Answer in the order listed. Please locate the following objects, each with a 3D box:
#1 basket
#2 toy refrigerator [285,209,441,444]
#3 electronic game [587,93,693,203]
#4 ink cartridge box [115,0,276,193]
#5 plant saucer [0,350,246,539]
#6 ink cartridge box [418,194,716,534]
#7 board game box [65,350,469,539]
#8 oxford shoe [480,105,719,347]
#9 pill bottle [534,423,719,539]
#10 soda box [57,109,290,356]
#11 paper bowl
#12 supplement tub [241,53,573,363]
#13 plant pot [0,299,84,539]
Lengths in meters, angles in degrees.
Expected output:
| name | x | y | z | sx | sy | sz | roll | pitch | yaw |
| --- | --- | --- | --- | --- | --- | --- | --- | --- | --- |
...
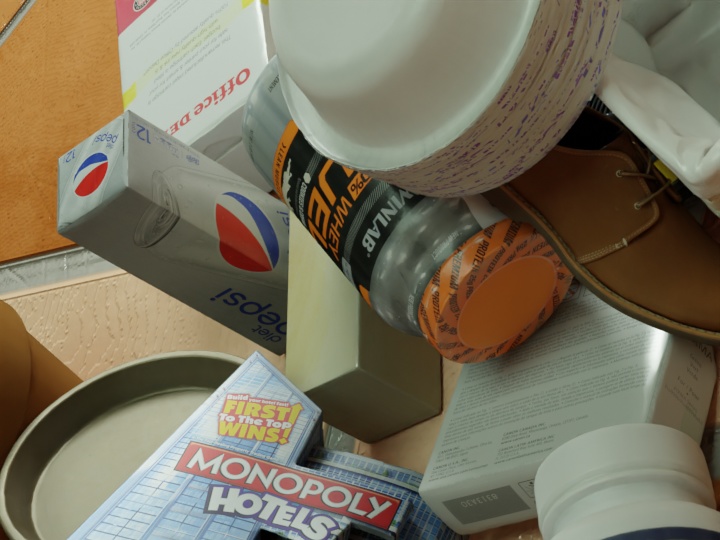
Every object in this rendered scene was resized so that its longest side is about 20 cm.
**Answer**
| name | x | y | z | sx | sy | sz | roll | pitch | yaw |
| --- | --- | --- | --- | --- | --- | --- | --- | --- | --- |
| basket | 0.191 | -0.119 | 1.202 | 0.136 | 0.123 | 0.200 | -43 | 50 | 6 |
| toy refrigerator | 0.000 | 0.000 | 1.432 | 0.070 | 0.076 | 0.200 | -27 | 49 | 36 |
| electronic game | 0.159 | -0.107 | 1.338 | 0.200 | 0.042 | 0.200 | -29 | 43 | 31 |
| ink cartridge box | -0.096 | -0.147 | 1.629 | 0.145 | 0.083 | 0.200 | -35 | 44 | 29 |
| plant saucer | -0.137 | 0.126 | 1.474 | 0.200 | 0.030 | 0.200 | -13 | 35 | 10 |
| ink cartridge box | 0.130 | 0.047 | 1.293 | 0.161 | 0.050 | 0.200 | -20 | 34 | 39 |
| board game box | -0.046 | 0.141 | 1.294 | 0.200 | 0.062 | 0.200 | 13 | 43 | 14 |
| oxford shoe | 0.141 | -0.033 | 1.214 | 0.071 | 0.200 | 0.071 | -48 | -8 | -44 |
| pill bottle | 0.144 | 0.181 | 1.114 | 0.120 | 0.120 | 0.200 | -35 | 44 | 29 |
| soda box | -0.097 | -0.021 | 1.452 | 0.068 | 0.200 | 0.064 | -30 | 46 | 31 |
| paper bowl | 0.031 | -0.145 | 1.189 | 0.200 | 0.104 | 0.201 | -18 | 64 | 43 |
| supplement tub | 0.029 | -0.046 | 1.318 | 0.123 | 0.122 | 0.200 | -50 | 54 | 13 |
| plant pot | -0.271 | 0.121 | 1.607 | 0.200 | 0.140 | 0.200 | -28 | 47 | 35 |
